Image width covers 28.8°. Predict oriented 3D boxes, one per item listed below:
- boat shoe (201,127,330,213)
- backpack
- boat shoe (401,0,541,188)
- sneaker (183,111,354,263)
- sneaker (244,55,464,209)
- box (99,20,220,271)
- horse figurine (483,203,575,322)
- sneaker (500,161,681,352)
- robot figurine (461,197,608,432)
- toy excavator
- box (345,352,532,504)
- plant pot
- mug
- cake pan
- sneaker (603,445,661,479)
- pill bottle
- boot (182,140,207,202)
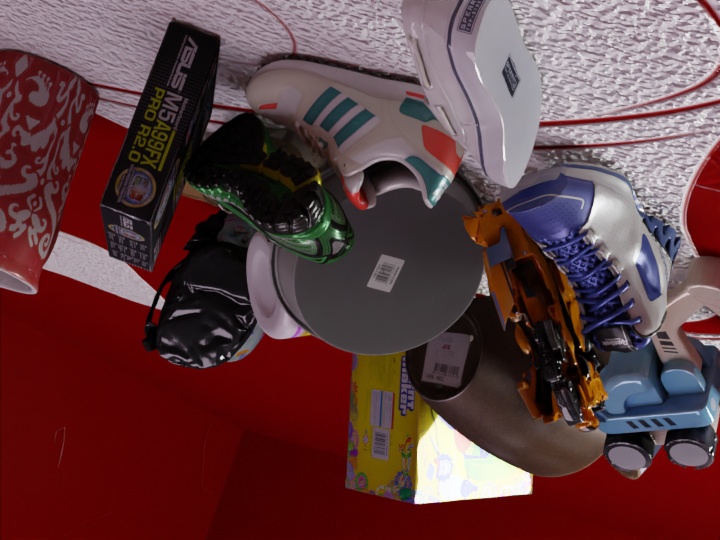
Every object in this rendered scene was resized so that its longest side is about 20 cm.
[{"bbox_3d":[-0.096,-0.089,1.250,0.063,0.074,0.200,-21,-168,-37],"label":"boat shoe"},{"bbox_3d":[-0.144,0.014,1.536,0.126,0.167,0.200,33,-160,-5],"label":"backpack"},{"bbox_3d":[0.072,-0.120,0.925,0.065,0.072,0.200,19,167,23],"label":"boat shoe"},{"bbox_3d":[-0.076,-0.059,1.123,0.085,0.078,0.200,51,175,-40],"label":"sneaker"},{"bbox_3d":[-0.013,-0.101,1.073,0.198,0.094,0.070,14,166,24],"label":"sneaker"},{"bbox_3d":[-0.167,-0.097,1.170,0.044,0.162,0.200,19,166,-4],"label":"box"},{"bbox_3d":[0.163,-0.003,1.261,0.199,0.050,0.133,18,137,36],"label":"horse figurine"},{"bbox_3d":[0.194,0.000,1.103,0.080,0.116,0.199,-16,149,37],"label":"sneaker"},{"bbox_3d":[0.150,0.040,1.160,0.058,0.202,0.145,-20,173,20],"label":"robot figurine"},{"bbox_3d":[0.279,0.082,1.271,0.193,0.100,0.200,-10,132,36],"label":"toy excavator"},{"bbox_3d":[0.096,0.153,1.606,0.191,0.202,0.121,3,180,-41],"label":"box"},{"bbox_3d":[0.141,0.100,1.392,0.186,0.189,0.199,8,173,42],"label":"plant pot"},{"bbox_3d":[-0.341,-0.093,1.355,0.132,0.202,0.177,21,168,-12],"label":"mug"},{"bbox_3d":[0.021,-0.007,1.212,0.199,0.201,0.037,26,-158,-27],"label":"cake pan"},{"bbox_3d":[0.309,0.140,1.679,0.201,0.108,0.070,57,157,-16],"label":"sneaker"},{"bbox_3d":[0.000,0.000,1.317,0.198,0.105,0.104,-8,179,-24],"label":"pill bottle"},{"bbox_3d":[-0.108,-0.072,1.412,0.198,0.067,0.176,16,153,13],"label":"boot"}]
